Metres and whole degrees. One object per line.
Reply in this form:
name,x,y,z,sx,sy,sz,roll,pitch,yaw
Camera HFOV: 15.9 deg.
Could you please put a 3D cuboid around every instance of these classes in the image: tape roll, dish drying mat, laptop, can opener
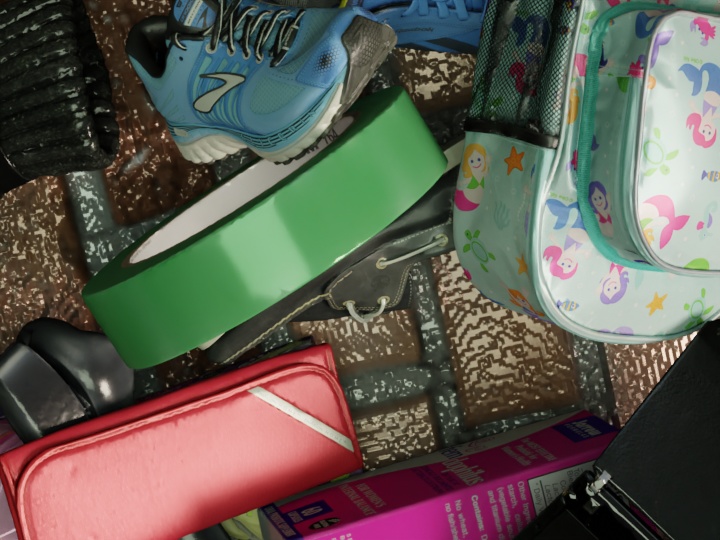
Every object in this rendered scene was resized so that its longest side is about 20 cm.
tape roll,-0.050,-0.023,1.339,0.200,0.200,0.048,-31,100,6
dish drying mat,-0.094,0.103,1.385,0.199,0.018,0.077,-19,100,-25
laptop,0.174,0.162,1.351,0.177,0.103,0.200,43,116,-1
can opener,-0.127,0.109,1.415,0.079,0.063,0.200,-43,108,-19

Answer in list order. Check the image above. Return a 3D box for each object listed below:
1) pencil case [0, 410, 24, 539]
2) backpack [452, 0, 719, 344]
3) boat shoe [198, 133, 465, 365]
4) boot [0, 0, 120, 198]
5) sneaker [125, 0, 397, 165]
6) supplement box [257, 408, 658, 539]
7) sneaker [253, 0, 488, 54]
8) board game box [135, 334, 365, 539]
pencil case,-0.165,0.174,1.439,0.087,0.087,0.200,-29,100,5
backpack,0.142,-0.061,1.341,0.177,0.150,0.201,5,104,-40
boat shoe,0.000,0.000,1.410,0.200,0.072,0.068,-32,99,3
boot,-0.204,-0.040,1.397,0.157,0.079,0.212,-11,100,2
sneaker,-0.062,-0.108,1.324,0.090,0.200,0.078,47,62,-22
supplement box,0.056,0.156,1.406,0.199,0.101,0.104,-15,99,-11
sneaker,0.029,-0.147,1.379,0.199,0.078,0.066,2,99,-2
board game box,-0.047,0.150,1.461,0.120,0.032,0.201,-20,100,0
